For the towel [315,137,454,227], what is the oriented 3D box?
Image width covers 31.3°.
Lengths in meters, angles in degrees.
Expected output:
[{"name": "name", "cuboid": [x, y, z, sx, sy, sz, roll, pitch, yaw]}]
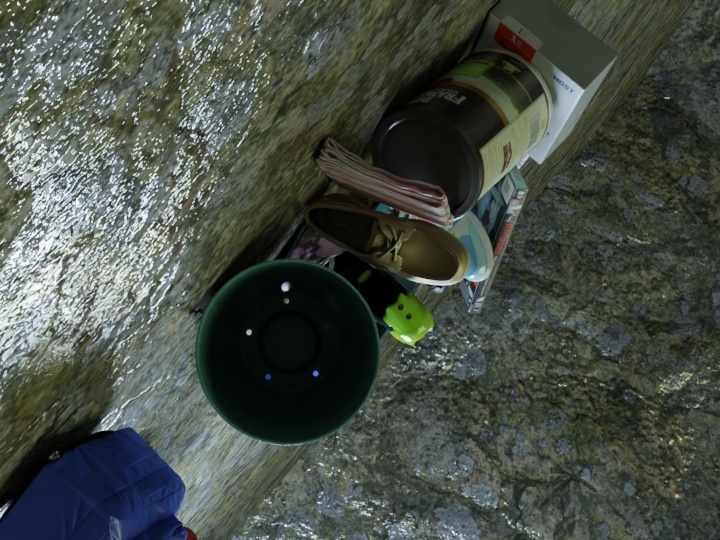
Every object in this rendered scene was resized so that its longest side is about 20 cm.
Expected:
[{"name": "towel", "cuboid": [0.033, -0.093, 1.425, 0.200, 0.146, 0.030, 35, 78, -82]}]

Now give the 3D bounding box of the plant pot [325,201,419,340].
[{"name": "plant pot", "cuboid": [0.000, 0.000, 1.695, 0.141, 0.141, 0.200, -55, -179, 28]}]

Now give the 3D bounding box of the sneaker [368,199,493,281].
[{"name": "sneaker", "cuboid": [0.080, -0.059, 1.671, 0.130, 0.200, 0.080, -22, 164, -46]}]

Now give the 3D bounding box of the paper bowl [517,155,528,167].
[{"name": "paper bowl", "cuboid": [0.196, -0.187, 1.971, 0.201, 0.104, 0.201, -49, 175, -6]}]

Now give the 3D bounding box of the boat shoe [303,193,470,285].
[{"name": "boat shoe", "cuboid": [0.028, -0.033, 1.476, 0.065, 0.200, 0.072, -21, 133, -68]}]

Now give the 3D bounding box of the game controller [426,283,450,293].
[{"name": "game controller", "cuboid": [0.114, -0.045, 1.845, 0.104, 0.042, 0.200, -59, -163, 17]}]

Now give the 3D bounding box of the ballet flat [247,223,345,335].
[{"name": "ballet flat", "cuboid": [-0.084, 0.030, 1.579, 0.200, 0.071, 0.069, -54, 169, 24]}]

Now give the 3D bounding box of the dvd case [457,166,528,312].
[{"name": "dvd case", "cuboid": [0.169, -0.063, 1.744, 0.146, 0.022, 0.200, -105, -153, -55]}]

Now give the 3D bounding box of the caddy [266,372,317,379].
[{"name": "caddy", "cuboid": [-0.106, 0.121, 1.767, 0.141, 0.105, 0.200, -19, 157, -28]}]

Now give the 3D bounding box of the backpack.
[{"name": "backpack", "cuboid": [-0.271, 0.268, 1.335, 0.163, 0.168, 0.200, -46, 177, 15]}]

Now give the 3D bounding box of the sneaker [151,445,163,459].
[{"name": "sneaker", "cuboid": [-0.277, 0.295, 1.697, 0.077, 0.081, 0.200, -44, 169, -25]}]

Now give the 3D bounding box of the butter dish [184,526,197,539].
[{"name": "butter dish", "cuboid": [-0.310, 0.409, 1.854, 0.199, 0.148, 0.200, -10, 173, 2]}]

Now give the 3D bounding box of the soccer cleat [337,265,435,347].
[{"name": "soccer cleat", "cuboid": [0.016, 0.024, 1.494, 0.068, 0.081, 0.200, -45, -148, -9]}]

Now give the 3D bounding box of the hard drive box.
[{"name": "hard drive box", "cuboid": [0.222, -0.253, 1.665, 0.077, 0.156, 0.200, -45, 170, -23]}]

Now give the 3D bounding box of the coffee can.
[{"name": "coffee can", "cuboid": [0.126, -0.167, 1.565, 0.200, 0.146, 0.146, -42, 168, -45]}]

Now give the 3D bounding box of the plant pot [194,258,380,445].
[{"name": "plant pot", "cuboid": [-0.082, 0.087, 1.461, 0.201, 0.201, 0.161, -50, -178, -2]}]
